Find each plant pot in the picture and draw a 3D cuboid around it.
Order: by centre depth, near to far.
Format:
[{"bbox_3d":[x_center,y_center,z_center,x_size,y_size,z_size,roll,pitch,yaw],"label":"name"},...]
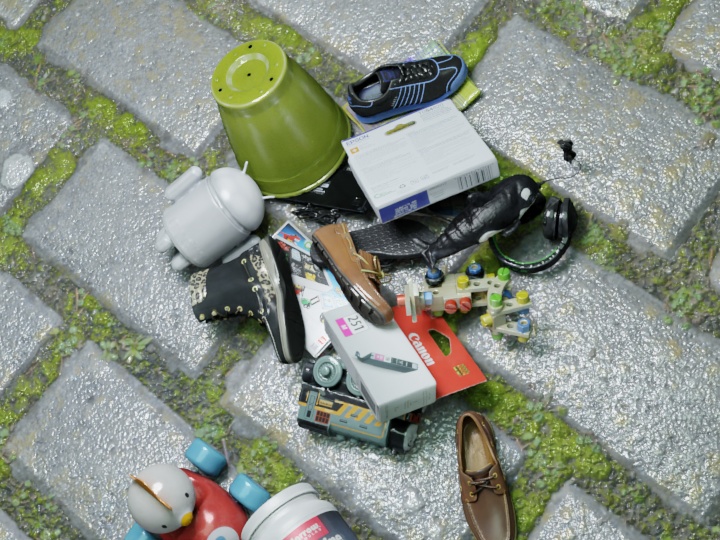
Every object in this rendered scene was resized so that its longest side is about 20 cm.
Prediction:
[{"bbox_3d":[-0.139,-0.251,1.760,0.198,0.193,0.203,-10,58,17],"label":"plant pot"}]

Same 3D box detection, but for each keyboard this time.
[{"bbox_3d":[-0.066,-0.116,1.793,0.198,0.040,0.105,12,60,30],"label":"keyboard"}]

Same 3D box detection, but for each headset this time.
[{"bbox_3d":[0.267,-0.095,1.659,0.123,0.094,0.201,27,80,23],"label":"headset"}]

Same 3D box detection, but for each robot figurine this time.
[{"bbox_3d":[-0.233,-0.084,1.773,0.199,0.170,0.113,-37,24,11],"label":"robot figurine"}]

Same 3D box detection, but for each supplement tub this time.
[{"bbox_3d":[-0.059,0.407,1.528,0.140,0.140,0.200,-40,65,-3],"label":"supplement tub"}]

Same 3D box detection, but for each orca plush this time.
[{"bbox_3d":[0.162,-0.089,1.617,0.198,0.071,0.106,-24,39,12],"label":"orca plush"}]

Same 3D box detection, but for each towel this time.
[{"bbox_3d":[0.082,-0.276,1.821,0.199,0.023,0.144,-35,64,1],"label":"towel"}]

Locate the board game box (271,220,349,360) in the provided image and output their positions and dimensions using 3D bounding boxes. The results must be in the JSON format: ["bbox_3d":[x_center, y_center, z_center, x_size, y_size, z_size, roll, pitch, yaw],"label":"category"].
[{"bbox_3d":[-0.088,0.030,1.741,0.126,0.035,0.200,-45,65,-4],"label":"board game box"}]

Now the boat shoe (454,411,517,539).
[{"bbox_3d":[0.166,0.292,1.550,0.071,0.068,0.202,-15,66,9],"label":"boat shoe"}]

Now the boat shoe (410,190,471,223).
[{"bbox_3d":[0.111,-0.112,1.724,0.198,0.066,0.070,26,78,23],"label":"boat shoe"}]

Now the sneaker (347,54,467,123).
[{"bbox_3d":[0.073,-0.299,1.777,0.198,0.078,0.071,-24,64,5],"label":"sneaker"}]

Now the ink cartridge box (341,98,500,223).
[{"bbox_3d":[0.088,-0.170,1.716,0.197,0.041,0.201,-22,39,-3],"label":"ink cartridge box"}]

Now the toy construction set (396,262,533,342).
[{"bbox_3d":[0.147,0.046,1.621,0.197,0.093,0.132,5,39,-5],"label":"toy construction set"}]

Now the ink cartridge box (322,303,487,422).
[{"bbox_3d":[0.062,0.109,1.601,0.172,0.044,0.201,-19,45,-15],"label":"ink cartridge box"}]

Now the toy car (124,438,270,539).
[{"bbox_3d":[-0.257,0.337,1.577,0.176,0.200,0.185,33,81,24],"label":"toy car"}]

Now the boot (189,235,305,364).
[{"bbox_3d":[-0.173,0.065,1.701,0.152,0.073,0.206,-21,67,15],"label":"boot"}]

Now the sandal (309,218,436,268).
[{"bbox_3d":[0.021,-0.033,1.725,0.197,0.045,0.076,-7,47,9],"label":"sandal"}]

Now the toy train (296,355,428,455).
[{"bbox_3d":[0.000,0.196,1.632,0.198,0.085,0.115,13,85,18],"label":"toy train"}]

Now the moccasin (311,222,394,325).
[{"bbox_3d":[0.000,0.001,1.638,0.077,0.074,0.202,-26,42,-9],"label":"moccasin"}]
